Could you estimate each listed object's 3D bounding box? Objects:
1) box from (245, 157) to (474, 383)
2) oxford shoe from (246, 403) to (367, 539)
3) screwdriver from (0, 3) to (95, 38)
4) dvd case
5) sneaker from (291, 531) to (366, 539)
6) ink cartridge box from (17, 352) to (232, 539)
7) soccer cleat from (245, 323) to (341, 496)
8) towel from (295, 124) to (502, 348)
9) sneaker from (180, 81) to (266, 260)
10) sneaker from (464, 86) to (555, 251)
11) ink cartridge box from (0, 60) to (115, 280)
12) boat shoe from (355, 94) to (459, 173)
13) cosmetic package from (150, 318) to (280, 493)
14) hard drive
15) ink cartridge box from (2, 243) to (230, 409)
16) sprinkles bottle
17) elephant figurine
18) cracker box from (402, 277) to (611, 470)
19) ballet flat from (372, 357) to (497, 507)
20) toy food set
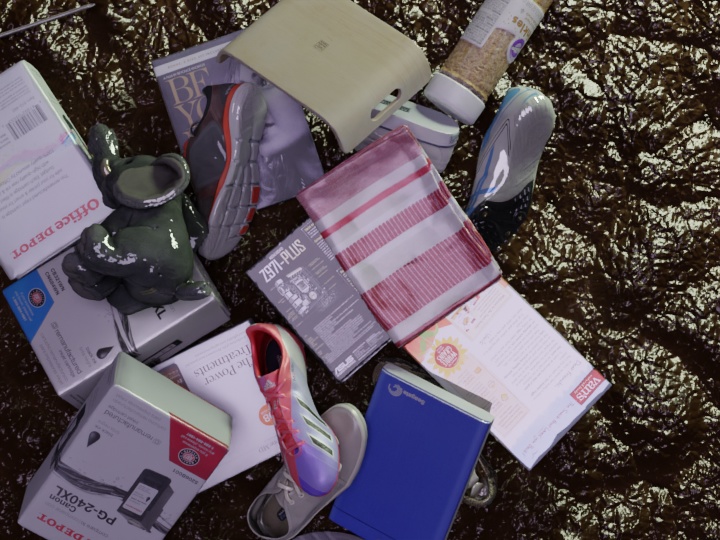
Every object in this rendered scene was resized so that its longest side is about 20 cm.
[{"bbox_3d":[0.000,0.000,1.653,0.200,0.086,0.164,-41,89,0],"label":"box"},{"bbox_3d":[-0.059,0.227,1.628,0.075,0.058,0.200,48,117,23],"label":"oxford shoe"},{"bbox_3d":[-0.398,-0.274,1.694,0.199,0.028,0.029,-23,60,-1],"label":"screwdriver"},{"bbox_3d":[-0.137,-0.167,1.692,0.148,0.016,0.201,-19,89,1],"label":"dvd case"},{"bbox_3d":[-0.073,0.365,1.661,0.199,0.078,0.112,-11,125,-21],"label":"sneaker"},{"bbox_3d":[-0.250,0.212,1.579,0.145,0.083,0.200,31,107,-16],"label":"ink cartridge box"},{"bbox_3d":[-0.077,0.147,1.585,0.067,0.076,0.201,-29,59,23],"label":"soccer cleat"},{"bbox_3d":[0.043,-0.038,1.599,0.144,0.023,0.200,-33,89,1],"label":"towel"},{"bbox_3d":[-0.161,-0.113,1.662,0.082,0.077,0.201,12,90,28],"label":"sneaker"},{"bbox_3d":[0.158,-0.110,1.670,0.072,0.072,0.201,16,103,-27],"label":"sneaker"},{"bbox_3d":[-0.375,-0.108,1.662,0.145,0.083,0.200,-33,89,-1],"label":"ink cartridge box"},{"bbox_3d":[0.012,-0.166,1.668,0.199,0.072,0.066,19,120,5],"label":"boat shoe"},{"bbox_3d":[-0.180,0.165,1.673,0.199,0.052,0.151,-27,92,0],"label":"cosmetic package"},{"bbox_3d":[0.053,0.217,1.627,0.132,0.025,0.201,26,115,16],"label":"hard drive"},{"bbox_3d":[-0.266,0.036,1.636,0.200,0.084,0.146,-33,71,-3],"label":"ink cartridge box"},{"bbox_3d":[0.151,-0.262,1.662,0.068,0.068,0.200,33,90,1],"label":"sprinkles bottle"},{"bbox_3d":[-0.224,-0.065,1.557,0.155,0.141,0.201,28,59,-20],"label":"elephant figurine"},{"bbox_3d":[0.162,0.105,1.663,0.200,0.058,0.134,45,92,2],"label":"cracker box"},{"bbox_3d":[0.087,0.179,1.655,0.068,0.075,0.200,-37,89,-2],"label":"ballet flat"},{"bbox_3d":[-0.042,-0.225,1.628,0.200,0.061,0.143,36,65,25],"label":"toy food set"}]
